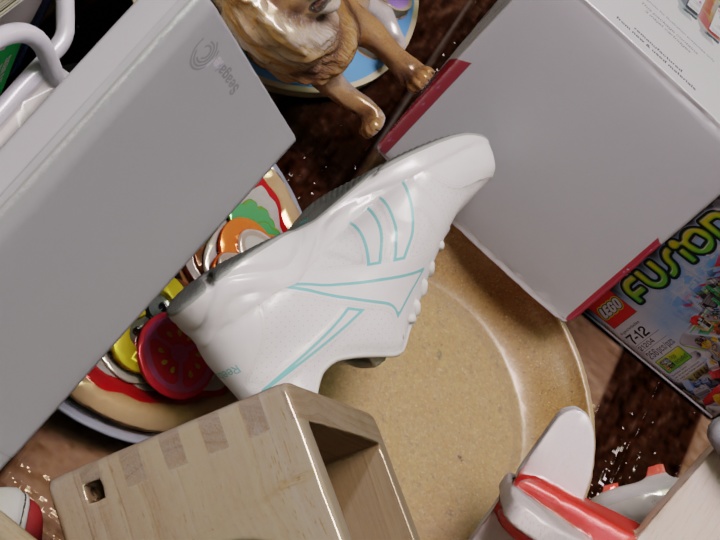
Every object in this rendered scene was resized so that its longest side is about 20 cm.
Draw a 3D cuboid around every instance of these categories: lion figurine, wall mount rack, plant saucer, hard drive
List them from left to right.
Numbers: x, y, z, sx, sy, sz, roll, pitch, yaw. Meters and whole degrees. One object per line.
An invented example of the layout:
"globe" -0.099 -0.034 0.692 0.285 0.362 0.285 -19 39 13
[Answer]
"wall mount rack" -0.135 -0.062 0.650 0.074 0.200 0.174 29 67 19
"hard drive" -0.114 -0.009 0.619 0.026 0.132 0.200 39 83 22
"lion figurine" -0.014 -0.152 0.846 0.122 0.072 0.200 41 27 -18
"plant saucer" 0.033 0.063 0.804 0.200 0.035 0.201 17 59 -30

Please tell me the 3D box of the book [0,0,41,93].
"book" -0.225 -0.051 0.669 0.048 0.134 0.200 41 51 1

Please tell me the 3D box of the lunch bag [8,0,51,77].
"lunch bag" -0.223 -0.185 0.745 0.200 0.136 0.133 11 58 -26

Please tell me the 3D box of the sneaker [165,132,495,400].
"sneaker" 0.000 0.000 0.748 0.200 0.070 0.080 -36 96 -35

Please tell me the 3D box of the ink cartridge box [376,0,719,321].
"ink cartridge box" 0.132 -0.103 0.872 0.145 0.145 0.200 42 34 -3

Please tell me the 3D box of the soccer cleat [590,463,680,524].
"soccer cleat" 0.207 0.151 0.843 0.200 0.069 0.078 13 62 -31

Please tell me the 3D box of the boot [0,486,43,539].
"boot" -0.118 0.195 0.633 0.144 0.072 0.200 18 61 -23

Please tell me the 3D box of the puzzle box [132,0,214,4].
"puzzle box" -0.093 -0.148 0.746 0.025 0.200 0.133 -20 98 1

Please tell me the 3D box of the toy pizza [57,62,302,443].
"toy pizza" -0.099 -0.014 0.766 0.200 0.032 0.201 17 60 -31

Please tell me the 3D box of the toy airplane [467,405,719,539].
"toy airplane" 0.144 0.155 0.723 0.199 0.141 0.200 -12 109 -11

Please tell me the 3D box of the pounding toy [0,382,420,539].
"pounding toy" -0.057 0.134 0.620 0.142 0.200 0.184 -23 76 8

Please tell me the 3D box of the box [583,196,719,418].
"box" 0.215 -0.002 0.854 0.110 0.200 0.035 38 51 -4

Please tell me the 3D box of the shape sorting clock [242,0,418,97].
"shape sorting clock" -0.051 -0.190 0.912 0.200 0.039 0.200 14 57 -23
